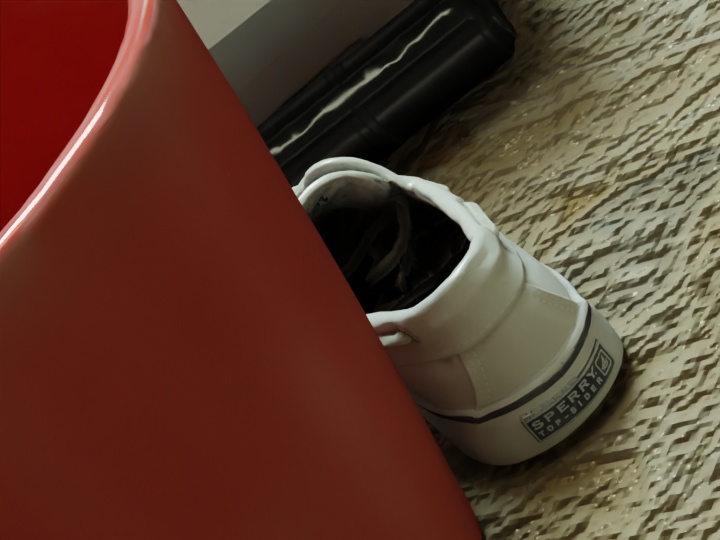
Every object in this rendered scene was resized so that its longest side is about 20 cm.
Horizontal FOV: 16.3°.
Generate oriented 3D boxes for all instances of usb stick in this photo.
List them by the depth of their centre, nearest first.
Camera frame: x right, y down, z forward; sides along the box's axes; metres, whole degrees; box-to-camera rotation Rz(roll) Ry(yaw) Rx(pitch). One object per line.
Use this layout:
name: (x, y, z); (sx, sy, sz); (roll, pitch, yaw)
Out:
usb stick: (-0.031, -0.029, 0.845); (0.200, 0.033, 0.055); (-38, -9, 8)

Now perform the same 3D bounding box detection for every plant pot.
plant pot: (-0.075, 0.050, 0.629); (0.200, 0.177, 0.201); (-32, 28, 19)

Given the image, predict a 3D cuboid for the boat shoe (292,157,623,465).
boat shoe: (0.000, 0.000, 0.731); (0.072, 0.066, 0.200); (-45, 25, -5)

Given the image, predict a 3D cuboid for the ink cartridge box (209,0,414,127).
ink cartridge box: (-0.055, -0.126, 0.942); (0.146, 0.086, 0.200); (-41, 35, 5)

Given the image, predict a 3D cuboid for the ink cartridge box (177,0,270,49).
ink cartridge box: (-0.067, -0.170, 0.854); (0.146, 0.085, 0.200); (-37, 39, 9)
